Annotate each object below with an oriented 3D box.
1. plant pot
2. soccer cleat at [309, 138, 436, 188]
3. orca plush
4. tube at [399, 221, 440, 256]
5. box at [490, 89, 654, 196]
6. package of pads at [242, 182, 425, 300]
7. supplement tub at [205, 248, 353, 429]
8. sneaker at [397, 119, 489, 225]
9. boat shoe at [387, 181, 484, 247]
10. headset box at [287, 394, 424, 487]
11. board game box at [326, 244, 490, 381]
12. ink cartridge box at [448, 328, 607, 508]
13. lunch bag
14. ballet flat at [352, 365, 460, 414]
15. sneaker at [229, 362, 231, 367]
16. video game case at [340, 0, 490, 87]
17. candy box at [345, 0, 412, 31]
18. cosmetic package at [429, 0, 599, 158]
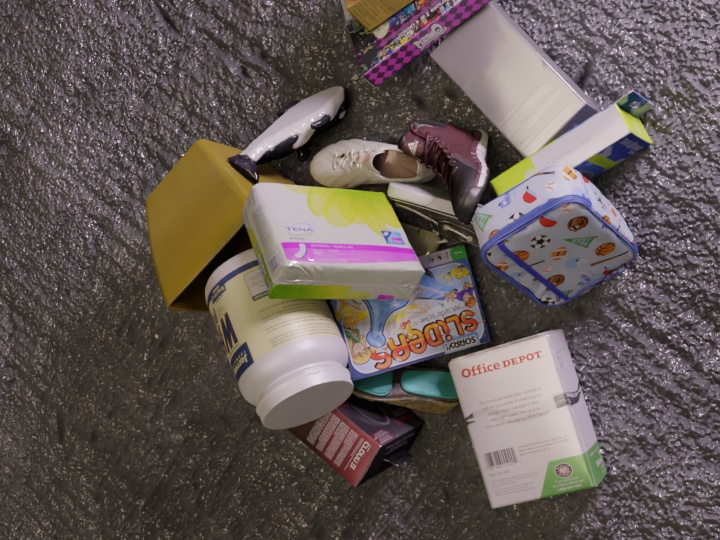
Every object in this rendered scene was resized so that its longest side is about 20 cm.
[{"bbox_3d":[-0.187,-0.070,1.435,0.200,0.200,0.177,-44,63,22],"label":"plant pot"},{"bbox_3d":[0.012,-0.148,1.385,0.199,0.077,0.070,2,95,26],"label":"soccer cleat"},{"bbox_3d":[-0.085,-0.175,1.400,0.105,0.200,0.071,6,133,38],"label":"orca plush"},{"bbox_3d":[0.054,0.037,1.398,0.058,0.052,0.201,14,96,-14],"label":"tube"},{"bbox_3d":[0.269,-0.140,1.236,0.199,0.122,0.048,-32,76,24],"label":"box"},{"bbox_3d":[-0.037,-0.037,1.257,0.068,0.199,0.155,-63,37,37],"label":"package of pads"},{"bbox_3d":[-0.102,0.084,1.279,0.145,0.145,0.201,-37,63,23],"label":"supplement tub"},{"bbox_3d":[0.099,-0.131,1.269,0.115,0.200,0.076,18,120,-3],"label":"sneaker"},{"bbox_3d":[0.125,-0.061,1.318,0.199,0.071,0.064,20,105,4],"label":"boat shoe"},{"bbox_3d":[-0.016,0.203,1.384,0.200,0.148,0.075,38,110,20],"label":"headset box"},{"bbox_3d":[0.061,0.056,1.333,0.199,0.034,0.136,-15,87,-15],"label":"board game box"},{"bbox_3d":[0.216,0.189,1.305,0.145,0.084,0.201,-18,85,25],"label":"ink cartridge box"},{"bbox_3d":[0.236,-0.033,1.227,0.160,0.200,0.076,-33,48,22],"label":"lunch bag"},{"bbox_3d":[0.043,0.155,1.363,0.199,0.071,0.071,12,100,-6],"label":"ballet flat"},{"bbox_3d":[-0.122,0.063,1.471,0.074,0.088,0.200,42,87,-9],"label":"sneaker"},{"bbox_3d":[0.068,-0.363,1.321,0.200,0.036,0.182,-34,48,24],"label":"video game case"},{"bbox_3d":[0.066,-0.411,1.283,0.199,0.056,0.117,-29,49,25],"label":"candy box"},{"bbox_3d":[0.196,-0.241,1.287,0.107,0.090,0.200,-44,72,21],"label":"cosmetic package"}]
